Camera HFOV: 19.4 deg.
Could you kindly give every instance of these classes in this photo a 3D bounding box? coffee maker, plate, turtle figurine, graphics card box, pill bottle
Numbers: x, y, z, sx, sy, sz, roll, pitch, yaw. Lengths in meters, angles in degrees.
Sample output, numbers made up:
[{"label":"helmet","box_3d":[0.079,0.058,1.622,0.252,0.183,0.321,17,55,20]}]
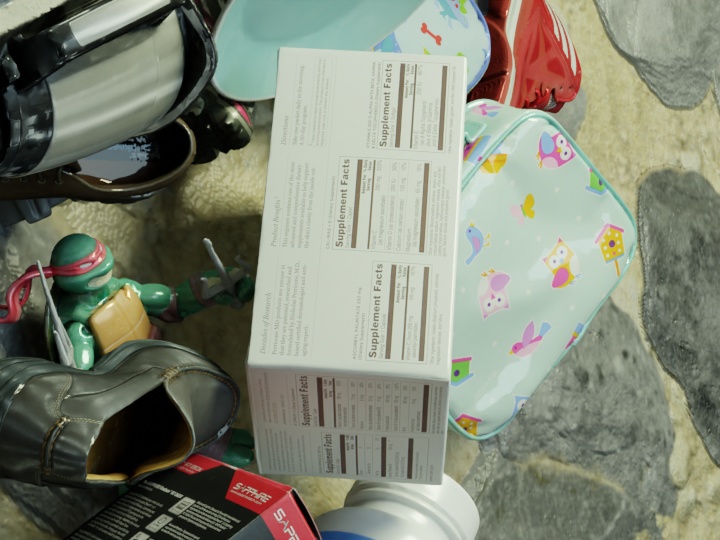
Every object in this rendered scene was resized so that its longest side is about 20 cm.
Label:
[{"label":"coffee maker","box_3d":[-0.194,-0.110,0.930,0.192,0.135,0.200,43,42,12]},{"label":"plate","box_3d":[-0.011,-0.172,1.195,0.200,0.200,0.026,-17,62,-49]},{"label":"turtle figurine","box_3d":[-0.124,0.045,1.155,0.150,0.101,0.200,-40,127,-30]},{"label":"graphics card box","box_3d":[-0.127,0.174,1.051,0.200,0.125,0.051,-36,113,-24]},{"label":"pill bottle","box_3d":[-0.002,0.212,1.242,0.112,0.112,0.200,53,46,-26]}]

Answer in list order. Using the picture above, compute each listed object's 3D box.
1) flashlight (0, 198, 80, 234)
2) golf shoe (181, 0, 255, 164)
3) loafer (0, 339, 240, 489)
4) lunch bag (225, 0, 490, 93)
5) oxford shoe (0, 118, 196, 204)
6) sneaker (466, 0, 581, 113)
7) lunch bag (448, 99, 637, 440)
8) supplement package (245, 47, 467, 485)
[{"label":"flashlight","box_3d":[-0.212,-0.120,1.118,0.068,0.068,0.201,-31,105,-32]},{"label":"golf shoe","box_3d":[-0.129,-0.151,1.223,0.200,0.077,0.088,53,39,-38]},{"label":"loafer","box_3d":[-0.112,0.080,1.043,0.200,0.072,0.073,-8,115,-60]},{"label":"lunch bag","box_3d":[-0.005,-0.178,1.354,0.200,0.082,0.161,59,45,-21]},{"label":"oxford shoe","box_3d":[-0.177,-0.067,1.054,0.199,0.084,0.073,-6,90,-25]},{"label":"sneaker","box_3d":[0.112,-0.120,1.478,0.115,0.078,0.201,35,57,-37]},{"label":"lunch bag","box_3d":[0.078,-0.007,1.365,0.160,0.077,0.200,45,76,-28]},{"label":"supplement package","box_3d":[0.000,0.000,1.197,0.156,0.110,0.201,90,5,-63]}]
